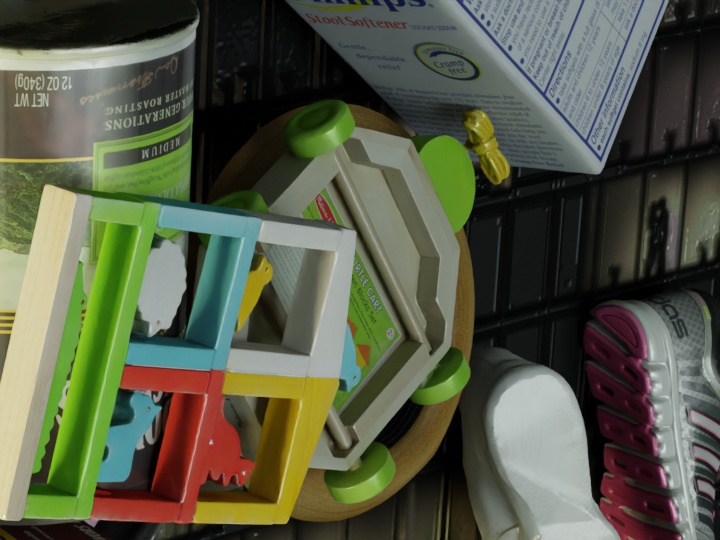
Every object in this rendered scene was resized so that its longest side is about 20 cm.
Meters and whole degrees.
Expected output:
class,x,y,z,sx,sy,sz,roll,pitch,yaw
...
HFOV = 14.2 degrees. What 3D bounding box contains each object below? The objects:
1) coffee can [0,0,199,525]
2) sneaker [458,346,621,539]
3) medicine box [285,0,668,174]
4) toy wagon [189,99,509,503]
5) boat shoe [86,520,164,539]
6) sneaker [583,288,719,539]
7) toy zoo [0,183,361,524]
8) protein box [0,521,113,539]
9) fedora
class,x,y,z,sx,sy,sz,roll,pitch,yaw
coffee can,-0.143,-0.013,1.212,0.146,0.146,0.201,-13,114,-41
sneaker,0.090,0.131,1.539,0.075,0.088,0.201,-17,111,-20
medicine box,0.060,-0.175,1.360,0.200,0.103,0.183,43,63,-44
toy wagon,0.000,0.000,1.312,0.200,0.039,0.156,-49,127,-36
boat shoe,-0.137,0.137,1.338,0.067,0.057,0.201,35,80,-46
sneaker,0.183,0.096,1.626,0.087,0.074,0.201,-24,117,-29
toy zoo,-0.066,0.039,1.188,0.199,0.020,0.132,8,98,-50
protein box,-0.223,0.192,1.206,0.199,0.135,0.200,2,104,-39
fedora,-0.030,0.019,1.376,0.200,0.082,0.202,-6,99,-44
